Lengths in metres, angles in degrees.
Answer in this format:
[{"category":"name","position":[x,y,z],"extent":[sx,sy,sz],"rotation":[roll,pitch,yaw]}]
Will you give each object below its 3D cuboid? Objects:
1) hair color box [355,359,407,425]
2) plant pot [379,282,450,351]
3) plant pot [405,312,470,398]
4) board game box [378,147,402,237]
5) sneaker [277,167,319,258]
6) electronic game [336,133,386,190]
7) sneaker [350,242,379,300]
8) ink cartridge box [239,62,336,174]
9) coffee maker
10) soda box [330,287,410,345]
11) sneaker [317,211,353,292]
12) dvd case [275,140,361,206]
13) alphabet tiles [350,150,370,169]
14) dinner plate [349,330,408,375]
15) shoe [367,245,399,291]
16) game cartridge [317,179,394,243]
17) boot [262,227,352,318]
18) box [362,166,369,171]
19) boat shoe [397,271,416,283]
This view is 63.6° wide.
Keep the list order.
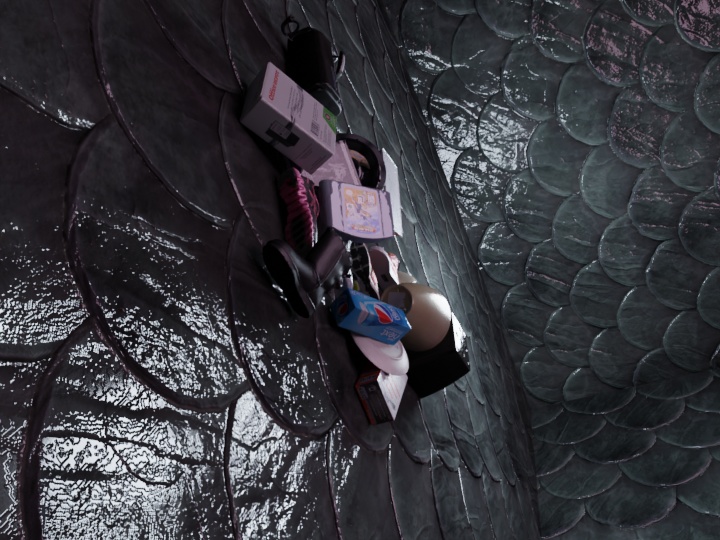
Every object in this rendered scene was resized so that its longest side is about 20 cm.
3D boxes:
[{"category":"hair color box","position":[0.055,0.273,1.422],"extent":[0.200,0.063,0.112],"rotation":[-55,124,-68]},{"category":"plant pot","position":[0.128,0.108,1.569],"extent":[0.200,0.185,0.190],"rotation":[34,42,-61]},{"category":"plant pot","position":[0.220,0.234,1.732],"extent":[0.200,0.176,0.202],"rotation":[52,29,-43]},{"category":"board game box","position":[0.077,-0.202,1.559],"extent":[0.200,0.026,0.203],"rotation":[20,65,-74]},{"category":"sneaker","position":[-0.116,-0.121,1.252],"extent":[0.095,0.078,0.203],"rotation":[15,61,-56]},{"category":"electronic game","position":[-0.033,-0.243,1.443],"extent":[0.042,0.197,0.203],"rotation":[132,-57,-79]},{"category":"sneaker","position":[0.000,0.000,1.507],"extent":[0.085,0.076,0.202],"rotation":[-78,156,-63]},{"category":"ink cartridge box","position":[-0.151,-0.327,1.255],"extent":[0.199,0.083,0.148],"rotation":[34,39,-30]},{"category":"coffee maker","position":[-0.135,-0.514,1.514],"extent":[0.191,0.134,0.202],"rotation":[17,53,-39]},{"category":"soda box","position":[0.026,0.111,1.369],"extent":[0.199,0.068,0.065],"rotation":[24,31,-42]},{"category":"sneaker","position":[-0.035,-0.056,1.372],"extent":[0.113,0.075,0.202],"rotation":[-20,89,-36]},{"category":"dvd case","position":[-0.089,-0.221,1.357],"extent":[0.198,0.016,0.150],"rotation":[-19,88,-37]},{"category":"alphabet tiles","position":[-0.029,-0.324,1.574],"extent":[0.194,0.015,0.200],"rotation":[28,22,5]},{"category":"dinner plate","position":[0.051,0.171,1.430],"extent":[0.199,0.024,0.201],"rotation":[37,25,-20]},{"category":"shoe","position":[0.063,-0.025,1.691],"extent":[0.201,0.071,0.092],"rotation":[60,21,-46]},{"category":"game cartridge","position":[-0.005,-0.133,1.356],"extent":[0.198,0.041,0.135],"rotation":[5,67,-35]},{"category":"boot","position":[-0.097,-0.022,1.151],"extent":[0.163,0.073,0.200],"rotation":[-50,133,-32]},{"category":"box","position":[-0.027,-0.204,1.525],"extent":[0.157,0.046,0.202],"rotation":[8,62,-36]},{"category":"boat shoe","position":[0.137,0.053,1.831],"extent":[0.200,0.071,0.060],"rotation":[-78,-172,-76]}]
